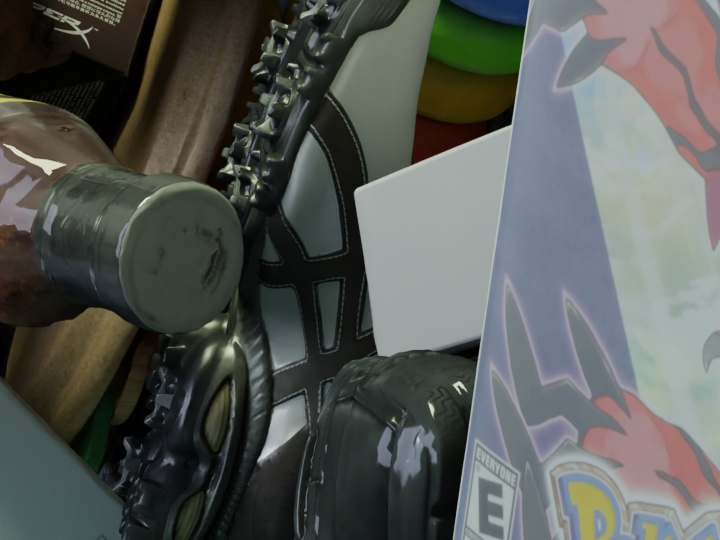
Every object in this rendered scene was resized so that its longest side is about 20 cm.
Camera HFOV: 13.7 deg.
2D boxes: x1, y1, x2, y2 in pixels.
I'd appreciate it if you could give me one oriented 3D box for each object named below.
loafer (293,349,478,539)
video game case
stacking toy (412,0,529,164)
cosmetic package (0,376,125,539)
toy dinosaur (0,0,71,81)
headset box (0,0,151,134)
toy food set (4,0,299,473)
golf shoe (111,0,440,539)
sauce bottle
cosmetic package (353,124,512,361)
[{"bbox_3d":[0.013,0.119,0.715,0.070,0.068,0.202,10,99,56],"label":"loafer"},{"bbox_3d":[0.087,0.024,0.566,0.200,0.023,0.183,34,123,52],"label":"video game case"},{"bbox_3d":[0.030,-0.076,0.864,0.086,0.085,0.201,-101,30,-49],"label":"stacking toy"},{"bbox_3d":[-0.164,0.115,0.955,0.165,0.165,0.200,-48,20,-13],"label":"cosmetic package"},{"bbox_3d":[-0.135,-0.112,0.942,0.136,0.085,0.201,119,141,-73],"label":"toy dinosaur"},{"bbox_3d":[-0.124,-0.107,1.132,0.149,0.075,0.201,124,164,-45],"label":"headset box"},{"bbox_3d":[-0.069,-0.019,1.032,0.201,0.048,0.198,-68,12,-8],"label":"toy food set"},{"bbox_3d":[0.000,0.000,0.836,0.078,0.094,0.201,-92,20,-69],"label":"golf shoe"},{"bbox_3d":[-0.104,-0.018,0.847,0.200,0.066,0.066,16,87,50],"label":"sauce bottle"},{"bbox_3d":[0.082,-0.016,0.676,0.200,0.082,0.051,-20,78,61],"label":"cosmetic package"}]
